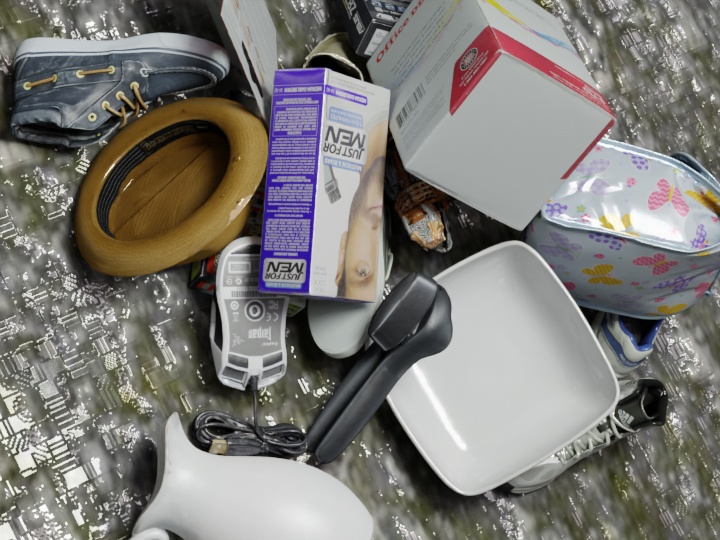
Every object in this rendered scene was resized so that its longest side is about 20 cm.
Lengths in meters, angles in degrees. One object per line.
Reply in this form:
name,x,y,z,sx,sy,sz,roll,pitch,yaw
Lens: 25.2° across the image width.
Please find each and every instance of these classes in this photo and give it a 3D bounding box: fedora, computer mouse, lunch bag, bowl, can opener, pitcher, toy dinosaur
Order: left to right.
fedora,-0.162,-0.063,1.461,0.082,0.200,0.201,54,45,-48
pitcher,-0.104,0.236,1.389,0.200,0.121,0.172,23,82,-7
computer mouse,-0.100,0.069,1.467,0.109,0.044,0.200,1,90,-22
can opener,0.014,0.091,1.487,0.079,0.063,0.200,34,98,-19
toy dinosaur,0.059,-0.104,1.572,0.136,0.102,0.200,27,58,-50
bowl,0.123,0.094,1.542,0.200,0.075,0.200,-32,84,-1
lunch bag,0.262,-0.039,1.569,0.200,0.170,0.127,15,66,3

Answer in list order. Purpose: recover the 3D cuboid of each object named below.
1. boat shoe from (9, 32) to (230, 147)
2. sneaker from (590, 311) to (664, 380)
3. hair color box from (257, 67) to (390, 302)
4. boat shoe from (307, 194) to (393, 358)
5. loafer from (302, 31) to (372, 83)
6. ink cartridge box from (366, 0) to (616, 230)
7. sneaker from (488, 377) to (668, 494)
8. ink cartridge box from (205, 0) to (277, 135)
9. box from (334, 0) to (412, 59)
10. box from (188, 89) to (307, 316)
boat shoe,-0.218,-0.159,1.464,0.200,0.071,0.091,-1,67,5
sneaker,0.296,0.022,1.689,0.075,0.088,0.200,25,60,-16
hair color box,-0.031,-0.074,1.449,0.109,0.065,0.200,8,87,-57
boat shoe,0.000,0.000,1.546,0.064,0.071,0.200,56,37,-53
loafer,-0.024,-0.184,1.579,0.076,0.068,0.200,33,37,-5
ink cartridge box,0.116,-0.169,1.505,0.145,0.145,0.200,25,28,-28
sneaker,0.221,0.149,1.583,0.200,0.115,0.076,-24,84,-32
ink cartridge box,-0.120,-0.224,1.489,0.047,0.160,0.200,-14,42,9
box,0.074,-0.259,1.660,0.200,0.049,0.161,10,38,-25
box,-0.096,-0.066,1.545,0.110,0.035,0.200,17,64,-22
